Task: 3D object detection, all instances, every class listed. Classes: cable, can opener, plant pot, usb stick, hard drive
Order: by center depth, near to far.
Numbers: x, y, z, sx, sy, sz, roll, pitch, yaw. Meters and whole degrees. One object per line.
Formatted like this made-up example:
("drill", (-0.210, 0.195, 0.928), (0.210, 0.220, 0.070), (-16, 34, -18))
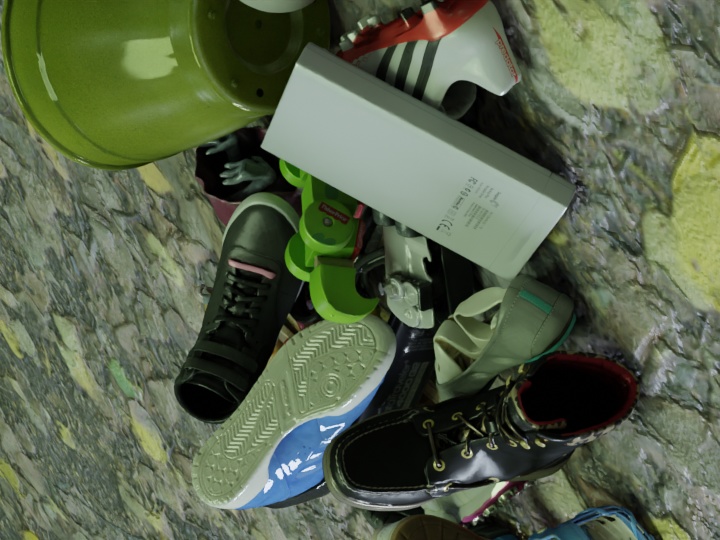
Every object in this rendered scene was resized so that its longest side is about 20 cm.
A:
("hard drive", (0.036, -0.071, 1.507), (0.200, 0.027, 0.132), (28, 155, -1))
("can opener", (0.039, -0.050, 1.608), (0.053, 0.066, 0.201), (25, 131, 45))
("plant pot", (-0.129, -0.175, 1.647), (0.193, 0.200, 0.201), (2, 121, 48))
("cable", (0.000, 0.000, 1.724), (0.097, 0.050, 0.200), (46, 135, 26))
("usb stick", (0.026, 0.087, 1.740), (0.200, 0.055, 0.033), (112, 145, -44))

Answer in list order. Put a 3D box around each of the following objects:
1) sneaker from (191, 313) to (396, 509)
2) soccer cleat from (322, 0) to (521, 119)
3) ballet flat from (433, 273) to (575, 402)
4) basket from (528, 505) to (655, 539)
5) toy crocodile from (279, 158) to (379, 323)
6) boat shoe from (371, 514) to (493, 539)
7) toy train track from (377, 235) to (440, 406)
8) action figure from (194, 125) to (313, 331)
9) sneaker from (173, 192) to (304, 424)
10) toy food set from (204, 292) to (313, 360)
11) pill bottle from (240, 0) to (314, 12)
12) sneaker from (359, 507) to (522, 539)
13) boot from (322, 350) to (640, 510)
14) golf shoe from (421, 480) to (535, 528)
("sneaker", (-0.033, 0.112, 1.727), (0.077, 0.200, 0.111), (49, -164, 26))
("soccer cleat", (0.033, -0.134, 1.495), (0.085, 0.069, 0.200), (56, 147, -11))
("ballet flat", (0.088, 0.049, 1.602), (0.064, 0.067, 0.200), (33, 152, -8))
("basket", (0.174, 0.259, 1.596), (0.177, 0.139, 0.200), (59, 166, 2))
("toy crocodile", (-0.022, -0.057, 1.645), (0.068, 0.062, 0.201), (119, 150, -60))
("boat shoe", (0.101, 0.245, 1.734), (0.200, 0.072, 0.065), (27, 166, -17))
("toy train track", (0.029, 0.055, 1.773), (0.115, 0.032, 0.200), (39, 148, 38))
("action figure", (-0.061, -0.034, 1.807), (0.149, 0.134, 0.200), (-12, 128, 22))
("sneaker", (-0.092, 0.038, 1.720), (0.071, 0.099, 0.200), (19, 130, 3))
("toy food set", (-0.055, 0.095, 1.942), (0.200, 0.049, 0.198), (63, 161, -17))
("pill bottle", (-0.040, -0.252, 1.448), (0.112, 0.112, 0.200), (53, 155, 13))
("sneaker", (0.066, 0.231, 1.859), (0.200, 0.073, 0.082), (35, 149, 45))
("boot", (0.086, 0.111, 1.547), (0.151, 0.199, 0.073), (137, 126, -61))
("golf shoe", (0.080, 0.150, 1.734), (0.092, 0.075, 0.200), (56, 155, 4))
